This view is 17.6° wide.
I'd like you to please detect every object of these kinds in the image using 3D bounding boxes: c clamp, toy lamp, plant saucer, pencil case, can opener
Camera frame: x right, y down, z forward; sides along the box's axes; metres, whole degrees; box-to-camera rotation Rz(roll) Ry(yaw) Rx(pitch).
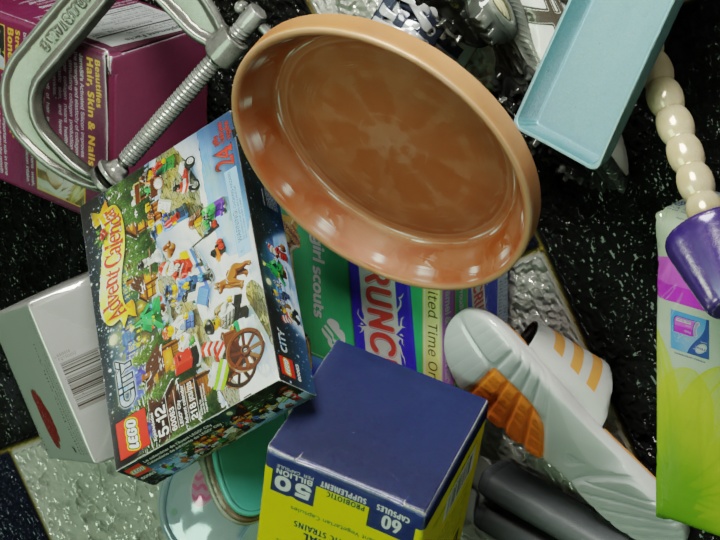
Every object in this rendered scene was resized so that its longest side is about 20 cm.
[{"bbox_3d":[-0.142,-0.121,1.521,0.200,0.027,0.171,-39,90,24],"label":"c clamp"},{"bbox_3d":[0.180,-0.068,1.288,0.058,0.058,0.201,-43,53,47],"label":"toy lamp"},{"bbox_3d":[0.017,-0.072,1.366,0.199,0.032,0.201,22,143,17],"label":"plant saucer"},{"bbox_3d":[0.152,-0.157,1.283,0.070,0.019,0.201,32,101,42],"label":"plant saucer"},{"bbox_3d":[-0.081,0.164,1.609,0.083,0.200,0.091,-39,79,2],"label":"pencil case"},{"bbox_3d":[0.086,0.161,1.535,0.199,0.067,0.054,28,128,33],"label":"can opener"}]

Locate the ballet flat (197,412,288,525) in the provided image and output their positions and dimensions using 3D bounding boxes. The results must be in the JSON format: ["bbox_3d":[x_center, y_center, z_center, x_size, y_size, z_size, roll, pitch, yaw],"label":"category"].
[{"bbox_3d":[-0.085,0.071,1.515,0.064,0.067,0.201,-28,60,54],"label":"ballet flat"}]

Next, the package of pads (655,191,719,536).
[{"bbox_3d":[0.247,0.066,1.330,0.154,0.068,0.201,17,119,40],"label":"package of pads"}]

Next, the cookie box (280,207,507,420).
[{"bbox_3d":[0.000,0.000,1.534,0.199,0.075,0.172,20,122,37],"label":"cookie box"}]

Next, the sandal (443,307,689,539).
[{"bbox_3d":[0.137,0.089,1.464,0.207,0.059,0.079,45,148,-11],"label":"sandal"}]

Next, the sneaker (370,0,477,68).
[{"bbox_3d":[0.028,-0.153,1.407,0.070,0.108,0.201,43,134,19],"label":"sneaker"}]

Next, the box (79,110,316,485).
[{"bbox_3d":[-0.106,0.017,1.469,0.136,0.038,0.201,-30,55,26],"label":"box"}]

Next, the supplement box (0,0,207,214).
[{"bbox_3d":[-0.212,-0.131,1.655,0.199,0.103,0.132,23,121,35],"label":"supplement box"}]

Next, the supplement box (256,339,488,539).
[{"bbox_3d":[0.001,0.164,1.483,0.108,0.110,0.201,21,135,13],"label":"supplement box"}]

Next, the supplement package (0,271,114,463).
[{"bbox_3d":[-0.177,0.060,1.651,0.122,0.119,0.200,67,164,-3],"label":"supplement package"}]

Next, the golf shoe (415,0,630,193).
[{"bbox_3d":[0.114,-0.134,1.361,0.078,0.095,0.200,11,144,56],"label":"golf shoe"}]
